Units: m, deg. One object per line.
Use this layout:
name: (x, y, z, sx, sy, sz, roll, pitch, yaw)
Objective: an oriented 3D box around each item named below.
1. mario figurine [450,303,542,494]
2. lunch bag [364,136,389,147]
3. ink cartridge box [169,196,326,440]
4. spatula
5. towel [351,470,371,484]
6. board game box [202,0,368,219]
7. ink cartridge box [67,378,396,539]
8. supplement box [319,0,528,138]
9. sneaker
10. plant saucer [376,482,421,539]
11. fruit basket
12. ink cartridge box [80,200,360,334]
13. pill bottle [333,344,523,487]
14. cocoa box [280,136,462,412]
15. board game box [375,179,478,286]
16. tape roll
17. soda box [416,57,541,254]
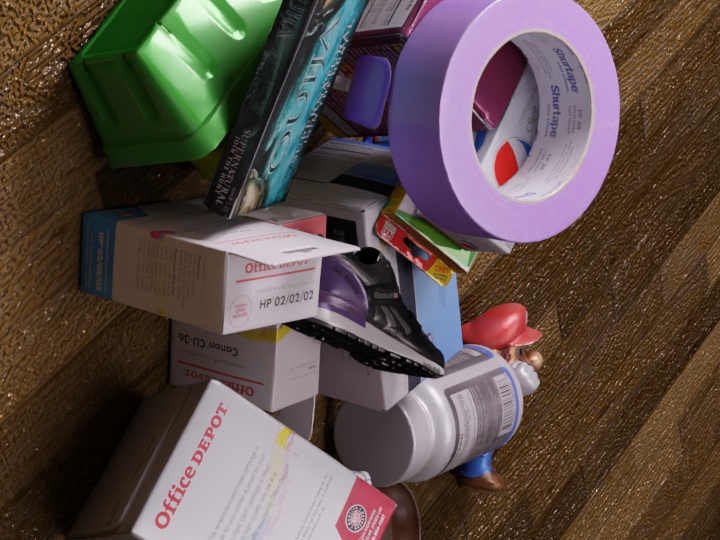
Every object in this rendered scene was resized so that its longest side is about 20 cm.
mario figurine: (0.155, 0.134, 2.075, 0.106, 0.123, 0.202, -3, 107, -44)
lunch bag: (0.128, -0.154, 1.853, 0.150, 0.199, 0.095, -22, 119, -53)
ink cartridge box: (-0.097, 0.045, 1.652, 0.067, 0.116, 0.202, -17, 114, -53)
spatula: (-0.039, -0.160, 1.601, 0.020, 0.199, 0.057, 9, 98, -44)
towel: (-0.081, 0.274, 1.789, 0.165, 0.085, 0.202, -5, 106, -55)
board game box: (-0.053, -0.141, 1.506, 0.201, 0.028, 0.135, -67, 168, 15)
ink cartridge box: (-0.106, 0.204, 1.596, 0.200, 0.144, 0.146, 37, 65, -20)
supplement box: (0.026, -0.191, 1.660, 0.131, 0.199, 0.104, 43, 64, -35)
sneaker: (0.018, 0.030, 1.641, 0.200, 0.075, 0.088, 31, 70, -51)
plant saucer: (-0.005, 0.301, 1.957, 0.200, 0.034, 0.202, -28, 124, -53)
fruit basket: (-0.112, -0.147, 1.555, 0.215, 0.155, 0.217, 2, 87, -44)
ink cartridge box: (-0.110, -0.001, 1.531, 0.115, 0.199, 0.068, -11, 110, -50)
pill bottle: (0.067, 0.145, 1.942, 0.200, 0.113, 0.115, -14, 112, -54)
cocoa box: (0.000, 0.000, 1.769, 0.131, 0.133, 0.201, -35, 128, -45)
board game box: (0.092, -0.093, 1.697, 0.095, 0.030, 0.201, 37, 75, -30)
tape roll: (0.117, -0.125, 1.568, 0.199, 0.065, 0.202, -8, 103, -39)
soda box: (0.125, -0.117, 1.664, 0.068, 0.063, 0.201, 34, 73, -31)
